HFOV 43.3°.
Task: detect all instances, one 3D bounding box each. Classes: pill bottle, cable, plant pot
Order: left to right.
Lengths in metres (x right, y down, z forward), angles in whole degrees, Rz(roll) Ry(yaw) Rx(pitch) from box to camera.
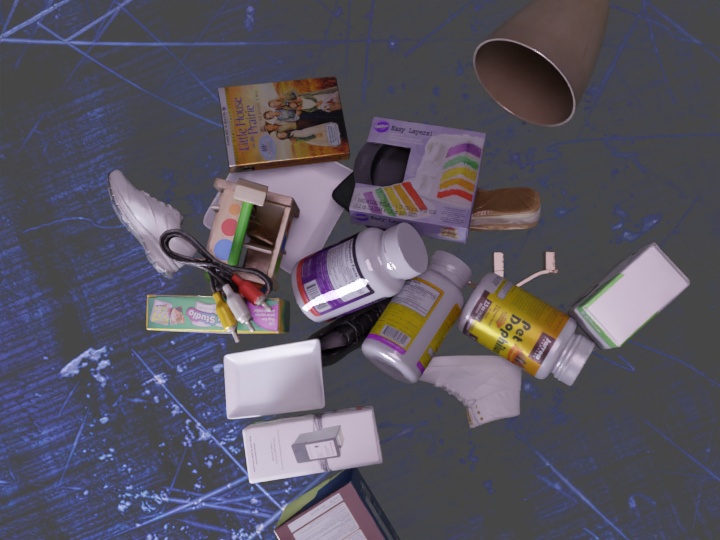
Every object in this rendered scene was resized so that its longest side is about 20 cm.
[{"bbox_3d":[-0.206,0.002,1.313,0.097,0.050,0.200,-42,87,2],"label":"cable"},{"bbox_3d":[0.000,0.000,1.403,0.199,0.111,0.112,-23,85,30],"label":"pill bottle"},{"bbox_3d":[0.094,0.069,1.415,0.104,0.104,0.200,34,73,3],"label":"pill bottle"},{"bbox_3d":[0.260,0.095,1.416,0.200,0.109,0.110,31,86,13],"label":"pill bottle"},{"bbox_3d":[0.314,-0.369,1.462,0.187,0.187,0.200,37,73,3],"label":"plant pot"}]

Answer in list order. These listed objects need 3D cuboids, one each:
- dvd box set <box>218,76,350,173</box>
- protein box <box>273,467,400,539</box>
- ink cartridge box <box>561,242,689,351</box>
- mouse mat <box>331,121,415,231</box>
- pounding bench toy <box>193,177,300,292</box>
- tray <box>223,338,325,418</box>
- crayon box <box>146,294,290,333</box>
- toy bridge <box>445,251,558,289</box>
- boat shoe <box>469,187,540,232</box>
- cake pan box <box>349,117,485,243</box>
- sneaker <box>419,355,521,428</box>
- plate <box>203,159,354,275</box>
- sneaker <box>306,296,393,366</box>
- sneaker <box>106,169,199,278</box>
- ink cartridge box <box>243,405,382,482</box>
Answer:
[{"bbox_3d":[-0.126,-0.241,1.488,0.199,0.029,0.147,-7,73,-9],"label":"dvd box set"},{"bbox_3d":[-0.015,0.426,1.376,0.135,0.199,0.200,-31,86,-2],"label":"protein box"},{"bbox_3d":[0.402,0.046,1.404,0.145,0.200,0.084,-42,84,-3],"label":"ink cartridge box"},{"bbox_3d":[0.072,-0.142,1.478,0.161,0.008,0.200,39,71,18],"label":"mouse mat"},{"bbox_3d":[-0.179,-0.048,1.385,0.124,0.200,0.157,15,85,2],"label":"pounding bench toy"},{"bbox_3d":[-0.135,0.175,1.443,0.199,0.022,0.108,-12,78,32],"label":"tray"},{"bbox_3d":[-0.217,0.069,1.421,0.199,0.173,0.059,1,85,0],"label":"crayon box"},{"bbox_3d":[0.227,0.003,1.495,0.199,0.027,0.068,0,88,0],"label":"toy bridge"},{"bbox_3d":[0.195,-0.093,1.478,0.199,0.069,0.074,5,56,22],"label":"boat shoe"},{"bbox_3d":[0.090,-0.148,1.449,0.199,0.052,0.185,11,63,10],"label":"cake pan box"},{"bbox_3d":[0.163,0.195,1.457,0.199,0.074,0.116,1,82,-1],"label":"sneaker"},{"bbox_3d":[-0.129,-0.115,1.506,0.199,0.032,0.200,29,87,3],"label":"plate"},{"bbox_3d":[0.000,0.093,1.458,0.200,0.091,0.076,-34,85,-4],"label":"sneaker"},{"bbox_3d":[-0.345,-0.085,1.495,0.087,0.074,0.200,-36,93,-14],"label":"sneaker"},{"bbox_3d":[-0.071,0.267,1.409,0.199,0.146,0.084,-8,84,-1],"label":"ink cartridge box"}]
